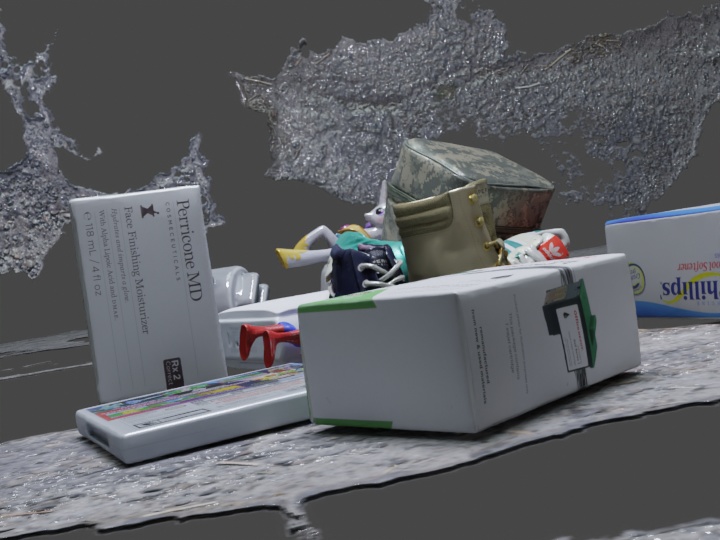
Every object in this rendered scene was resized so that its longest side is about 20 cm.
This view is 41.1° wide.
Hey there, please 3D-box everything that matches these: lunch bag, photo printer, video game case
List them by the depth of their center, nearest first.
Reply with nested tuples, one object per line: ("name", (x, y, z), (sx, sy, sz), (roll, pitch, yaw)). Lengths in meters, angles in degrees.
("video game case", (-0.104, 0.104, 0.736), (0.197, 0.023, 0.181), (-11, 2, -26))
("photo printer", (-0.046, 0.061, 1.087), (0.197, 0.071, 0.165), (-10, 2, -34))
("lunch bag", (0.124, -0.054, 1.176), (0.198, 0.170, 0.139), (-1, 29, -45))

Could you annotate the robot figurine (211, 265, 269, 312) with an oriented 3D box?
("robot figurine", (-0.261, 0.056, 1.715), (0.196, 0.115, 0.170), (-8, -37, 19))

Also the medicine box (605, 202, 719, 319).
("medicine box", (0.375, -0.017, 0.937), (0.197, 0.105, 0.181), (-9, 1, -25))

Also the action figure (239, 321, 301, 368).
("action figure", (-0.026, 0.073, 0.958), (0.197, 0.053, 0.065), (-3, 3, -41))

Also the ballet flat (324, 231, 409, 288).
("ballet flat", (0.000, 0.000, 0.992), (0.070, 0.068, 0.199), (-32, 15, -19))

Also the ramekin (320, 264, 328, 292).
("ramekin", (0.025, 0.026, 1.548), (0.198, 0.096, 0.202), (-9, 2, 0))

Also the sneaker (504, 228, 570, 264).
("sneaker", (0.170, -0.006, 1.028), (0.093, 0.071, 0.199), (-32, -2, 29))

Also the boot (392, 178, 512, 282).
("boot", (0.130, -0.005, 0.862), (0.196, 0.159, 0.073), (-8, 1, 20))

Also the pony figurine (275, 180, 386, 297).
("pony figurine", (0.009, 0.004, 1.269), (0.198, 0.196, 0.166), (-29, 4, -15))

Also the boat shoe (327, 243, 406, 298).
("boat shoe", (0.020, 0.031, 0.830), (0.073, 0.095, 0.199), (-5, 12, -26))

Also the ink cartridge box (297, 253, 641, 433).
("ink cartridge box", (0.078, 0.045, 0.652), (0.144, 0.086, 0.198), (-7, 3, 44))

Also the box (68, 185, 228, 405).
("box", (-0.225, 0.023, 1.011), (0.128, 0.203, 0.200), (-9, 1, -15))
